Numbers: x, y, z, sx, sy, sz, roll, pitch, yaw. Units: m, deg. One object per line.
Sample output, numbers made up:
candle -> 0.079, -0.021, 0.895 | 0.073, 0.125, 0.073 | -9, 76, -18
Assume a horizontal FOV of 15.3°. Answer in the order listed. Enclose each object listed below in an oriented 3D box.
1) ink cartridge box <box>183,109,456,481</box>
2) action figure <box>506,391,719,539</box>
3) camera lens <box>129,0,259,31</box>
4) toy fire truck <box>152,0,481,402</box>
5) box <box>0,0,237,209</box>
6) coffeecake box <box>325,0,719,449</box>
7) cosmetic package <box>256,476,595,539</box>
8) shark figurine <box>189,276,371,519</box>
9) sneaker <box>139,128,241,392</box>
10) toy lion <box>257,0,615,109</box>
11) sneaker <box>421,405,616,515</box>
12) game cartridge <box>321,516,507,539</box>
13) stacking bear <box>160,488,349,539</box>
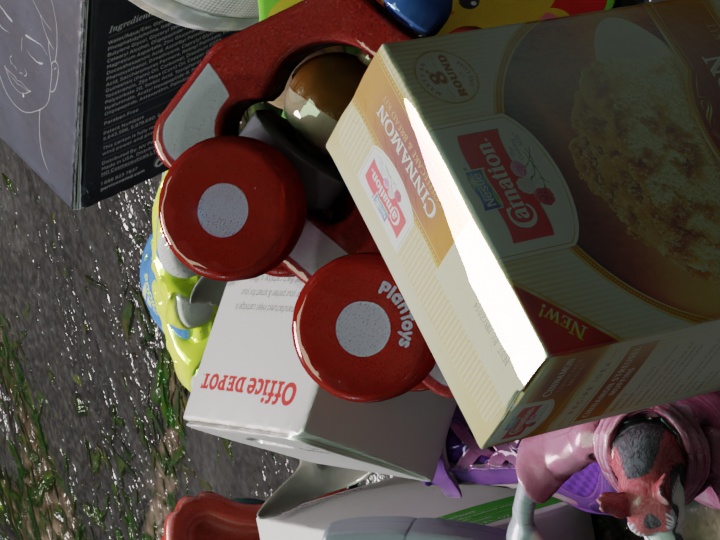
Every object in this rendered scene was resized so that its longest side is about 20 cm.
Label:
ink cartridge box -> 0.000, 0.000, 1.367 | 0.146, 0.084, 0.200 | 2, 73, 63
action figure -> 0.139, 0.070, 1.151 | 0.200, 0.134, 0.149 | -22, -56, -78
camera lens -> -0.053, -0.228, 1.339 | 0.200, 0.160, 0.160 | -42, 64, 43
toy fire truck -> 0.014, -0.043, 1.216 | 0.200, 0.112, 0.168 | 41, 100, 11
box -> -0.170, -0.181, 1.548 | 0.200, 0.124, 0.197 | 43, 146, 29
coffeecake box -> 0.111, -0.027, 1.102 | 0.154, 0.200, 0.073 | 63, 147, 24
cosmetic package -> 0.036, 0.167, 1.451 | 0.200, 0.107, 0.085 | 1, 104, 61
shark figurine -> -0.053, 0.036, 1.552 | 0.128, 0.089, 0.215 | 168, 103, -68
sneaker -> -0.110, -0.019, 1.683 | 0.105, 0.076, 0.200 | 44, 140, 48
toy lion -> 0.017, -0.163, 1.230 | 0.200, 0.191, 0.069 | 56, -152, -38
sneaker -> 0.070, 0.084, 1.367 | 0.200, 0.088, 0.081 | 15, 114, 59
game cartridge -> 0.068, 0.196, 1.320 | 0.042, 0.200, 0.133 | -25, -50, -79
stacking bear -> -0.081, 0.193, 1.702 | 0.200, 0.121, 0.114 | 163, 100, -73
